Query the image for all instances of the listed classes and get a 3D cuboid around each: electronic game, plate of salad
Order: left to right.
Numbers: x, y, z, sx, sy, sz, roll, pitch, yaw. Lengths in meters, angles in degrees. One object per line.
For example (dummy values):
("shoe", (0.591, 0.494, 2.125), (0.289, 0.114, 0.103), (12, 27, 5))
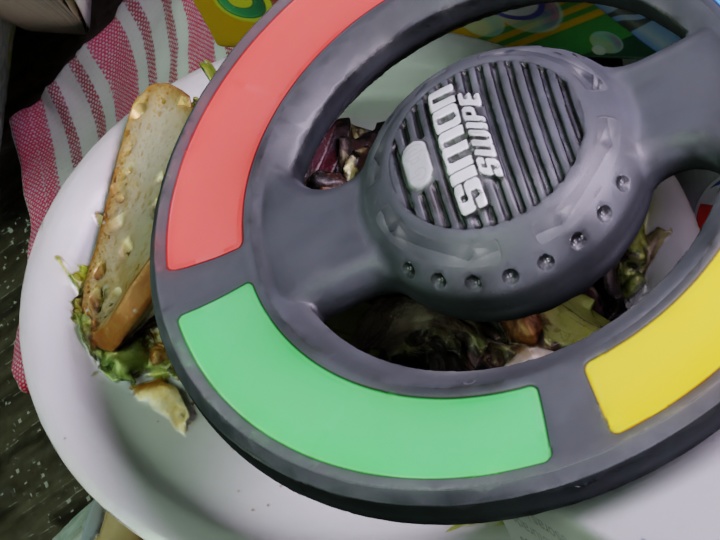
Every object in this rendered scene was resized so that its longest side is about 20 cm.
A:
("plate of salad", (0.000, 0.000, 0.738), (0.199, 0.048, 0.201), (-2, 53, 3))
("electronic game", (0.037, -0.024, 0.675), (0.199, 0.042, 0.201), (-12, 53, 17))

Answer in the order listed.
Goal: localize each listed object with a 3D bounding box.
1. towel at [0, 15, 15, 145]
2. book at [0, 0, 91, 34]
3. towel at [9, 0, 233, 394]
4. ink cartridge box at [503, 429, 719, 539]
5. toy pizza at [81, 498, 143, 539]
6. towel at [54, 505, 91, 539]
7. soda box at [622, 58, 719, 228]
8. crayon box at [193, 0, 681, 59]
("towel", (-0.169, -0.120, 0.970), (0.048, 0.200, 0.172), (5, 78, 8))
("book", (-0.118, -0.198, 0.985), (0.048, 0.134, 0.201), (4, 88, 1))
("towel", (-0.071, -0.064, 0.941), (0.200, 0.030, 0.147), (-48, 32, 33))
("ink cartridge box", (0.130, 0.124, 0.671), (0.084, 0.201, 0.146), (-35, 33, -19))
("toy pizza", (0.006, 0.118, 0.789), (0.199, 0.032, 0.201), (6, 117, 12))
("towel", (0.021, 0.114, 0.835), (0.200, 0.048, 0.171), (45, 116, -9))
("soda box", (0.129, -0.047, 0.828), (0.068, 0.063, 0.201), (-16, 76, 32))
("crayon box", (0.000, -0.124, 0.787), (0.199, 0.126, 0.052), (5, 56, 27))
